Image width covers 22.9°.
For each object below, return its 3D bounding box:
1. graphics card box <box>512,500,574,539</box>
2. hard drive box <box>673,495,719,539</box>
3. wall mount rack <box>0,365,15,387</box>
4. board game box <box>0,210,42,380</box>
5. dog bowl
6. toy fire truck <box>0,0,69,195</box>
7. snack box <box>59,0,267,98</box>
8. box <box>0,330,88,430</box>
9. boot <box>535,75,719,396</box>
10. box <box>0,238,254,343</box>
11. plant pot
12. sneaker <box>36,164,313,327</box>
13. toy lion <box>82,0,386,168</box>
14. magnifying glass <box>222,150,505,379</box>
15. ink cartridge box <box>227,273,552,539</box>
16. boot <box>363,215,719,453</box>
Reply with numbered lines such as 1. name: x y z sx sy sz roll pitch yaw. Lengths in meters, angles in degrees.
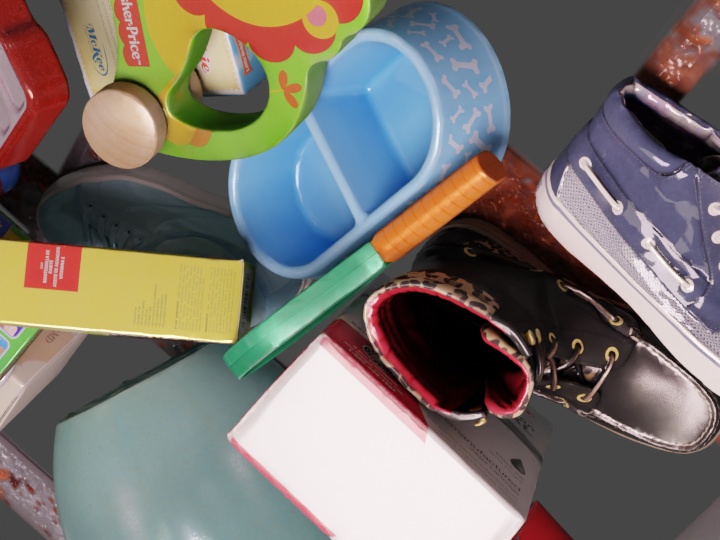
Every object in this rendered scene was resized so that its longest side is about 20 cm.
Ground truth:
1. graphics card box: 0.088 0.246 1.162 0.126 0.051 0.200 46 130 -3
2. hard drive box: 0.226 0.225 1.013 0.155 0.077 0.200 38 117 0
3. wall mount rack: -0.312 0.008 1.119 0.173 0.075 0.201 -33 89 1
4. board game box: -0.286 -0.007 1.073 0.200 0.029 0.135 40 89 0
5. dog bowl: -0.003 -0.066 0.992 0.200 0.049 0.112 -38 74 41
6. toy fire truck: -0.236 -0.132 1.030 0.169 0.111 0.200 65 150 6
7. snack box: -0.129 -0.197 1.017 0.115 0.037 0.202 2 120 30
8. box: -0.290 0.010 1.214 0.200 0.095 0.078 42 131 0
9. boot: 0.186 -0.007 0.922 0.199 0.073 0.091 39 137 5
10. box: -0.162 0.010 1.020 0.197 0.075 0.051 6 88 3
11. plant pot: -0.100 0.137 1.120 0.200 0.200 0.162 -25 93 40
12. sneaker: -0.130 -0.013 1.107 0.198 0.082 0.075 10 123 25
13. toy lion: -0.067 -0.153 0.941 0.190 0.069 0.202 5 119 24
14. magnifying glass: 0.000 0.000 0.959 0.200 0.079 0.022 -40 85 30
15. ink cartridge box: 0.024 0.091 0.998 0.145 0.200 0.084 42 104 1
16. boot: 0.099 0.048 0.956 0.199 0.150 0.074 37 111 10
